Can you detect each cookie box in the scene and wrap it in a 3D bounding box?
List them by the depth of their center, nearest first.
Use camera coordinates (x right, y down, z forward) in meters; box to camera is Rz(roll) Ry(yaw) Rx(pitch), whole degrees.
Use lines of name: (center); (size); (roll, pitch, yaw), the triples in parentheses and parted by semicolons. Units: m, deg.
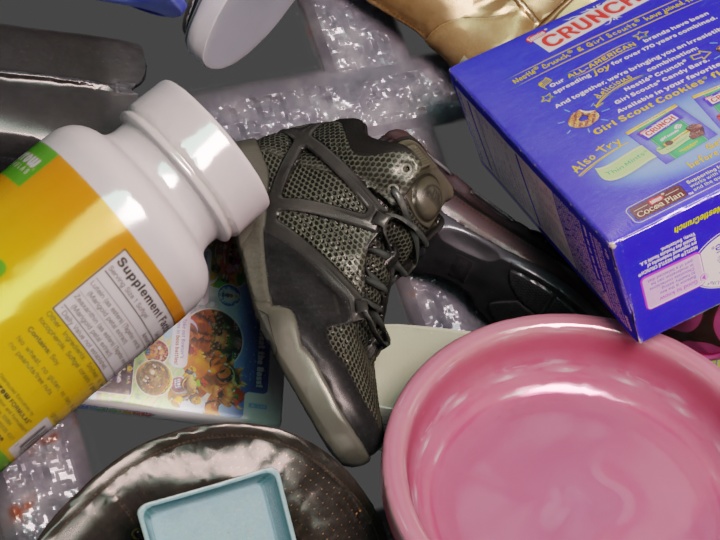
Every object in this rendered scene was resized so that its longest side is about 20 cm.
cookie box: (0.168, -0.073, 1.040); (0.171, 0.075, 0.200); (-25, 38, -7)

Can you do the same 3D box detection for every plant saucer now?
plant saucer: (-0.048, 0.196, 0.909); (0.070, 0.019, 0.200); (-15, 93, -18)
plant saucer: (0.108, 0.111, 0.948); (0.200, 0.051, 0.201); (3, 48, -4)

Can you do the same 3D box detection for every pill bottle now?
pill bottle: (-0.145, 0.000, 0.943); (0.200, 0.111, 0.111); (-41, 86, -11)

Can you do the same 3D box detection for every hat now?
hat: (-0.082, 0.170, 0.951); (0.201, 0.081, 0.201); (1, 88, -19)

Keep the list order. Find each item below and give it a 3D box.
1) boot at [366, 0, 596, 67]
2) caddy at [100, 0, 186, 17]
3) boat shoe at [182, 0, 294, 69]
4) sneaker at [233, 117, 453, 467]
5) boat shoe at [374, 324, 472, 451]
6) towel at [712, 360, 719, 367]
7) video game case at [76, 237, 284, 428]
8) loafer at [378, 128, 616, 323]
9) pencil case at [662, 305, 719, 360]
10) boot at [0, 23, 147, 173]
boot: (0.057, -0.212, 1.154); (0.200, 0.066, 0.175); (42, 63, 2)
caddy: (-0.170, -0.203, 1.026); (0.200, 0.141, 0.105); (29, 84, 3)
boat shoe: (-0.054, -0.211, 1.085); (0.066, 0.070, 0.200); (34, 105, 23)
sneaker: (0.000, 0.000, 0.992); (0.114, 0.076, 0.199); (-20, 53, 5)
boat shoe: (0.079, 0.074, 1.052); (0.201, 0.072, 0.070); (8, 60, -8)
towel: (0.259, 0.038, 1.151); (0.200, 0.023, 0.144); (11, 68, -13)
video game case: (-0.136, 0.005, 1.036); (0.200, 0.018, 0.143); (9, 68, -15)
loafer: (0.083, -0.011, 1.087); (0.200, 0.072, 0.063); (32, 60, -1)
pencil case: (0.223, -0.044, 1.109); (0.094, 0.091, 0.200); (53, 50, -19)
boot: (-0.212, -0.126, 1.025); (0.200, 0.066, 0.165); (6, 63, -13)
